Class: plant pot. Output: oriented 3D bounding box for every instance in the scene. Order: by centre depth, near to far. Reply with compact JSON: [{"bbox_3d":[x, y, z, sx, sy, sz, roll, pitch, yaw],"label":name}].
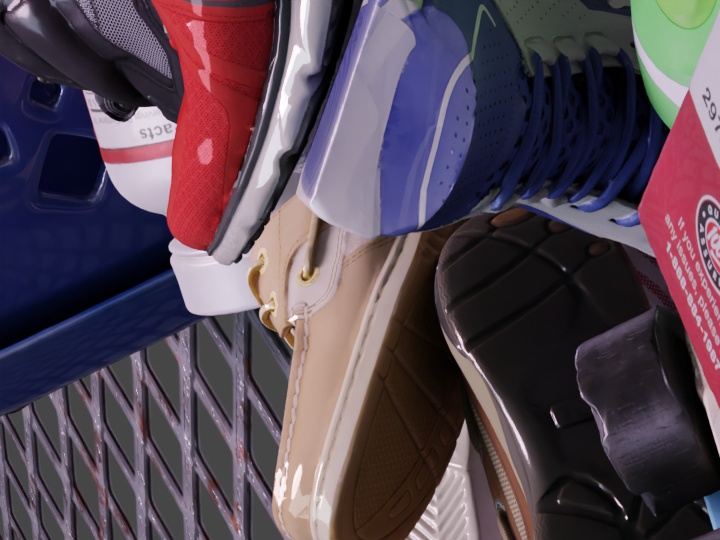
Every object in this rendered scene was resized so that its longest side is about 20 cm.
[{"bbox_3d":[-0.149,-0.056,1.268,0.200,0.199,0.181,27,140,62],"label":"plant pot"}]

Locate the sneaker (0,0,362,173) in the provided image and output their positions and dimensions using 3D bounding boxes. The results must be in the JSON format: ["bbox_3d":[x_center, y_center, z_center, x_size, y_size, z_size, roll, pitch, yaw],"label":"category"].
[{"bbox_3d":[-0.073,-0.115,0.868,0.113,0.076,0.201,6,133,33],"label":"sneaker"}]

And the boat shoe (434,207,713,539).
[{"bbox_3d":[0.077,0.074,0.877,0.074,0.075,0.201,88,167,-59],"label":"boat shoe"}]

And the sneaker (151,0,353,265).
[{"bbox_3d":[-0.041,-0.098,0.781,0.077,0.084,0.201,-74,-8,-61],"label":"sneaker"}]

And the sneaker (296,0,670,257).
[{"bbox_3d":[0.055,-0.049,0.808,0.199,0.114,0.081,-53,-17,-76],"label":"sneaker"}]

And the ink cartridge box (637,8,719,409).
[{"bbox_3d":[0.133,-0.018,0.550,0.200,0.082,0.146,105,150,-55],"label":"ink cartridge box"}]

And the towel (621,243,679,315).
[{"bbox_3d":[0.101,0.066,0.944,0.147,0.030,0.201,59,158,32],"label":"towel"}]

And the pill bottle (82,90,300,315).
[{"bbox_3d":[-0.052,-0.092,1.081,0.112,0.112,0.201,12,121,68],"label":"pill bottle"}]

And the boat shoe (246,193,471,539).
[{"bbox_3d":[0.000,0.000,0.940,0.074,0.069,0.201,58,-138,-54],"label":"boat shoe"}]

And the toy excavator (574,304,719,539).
[{"bbox_3d":[0.155,0.105,0.741,0.200,0.099,0.195,42,-152,-49],"label":"toy excavator"}]

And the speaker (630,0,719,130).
[{"bbox_3d":[0.108,-0.114,0.660,0.089,0.088,0.201,56,157,35],"label":"speaker"}]

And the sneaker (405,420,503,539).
[{"bbox_3d":[0.033,0.044,1.002,0.084,0.074,0.201,39,-127,-58],"label":"sneaker"}]
